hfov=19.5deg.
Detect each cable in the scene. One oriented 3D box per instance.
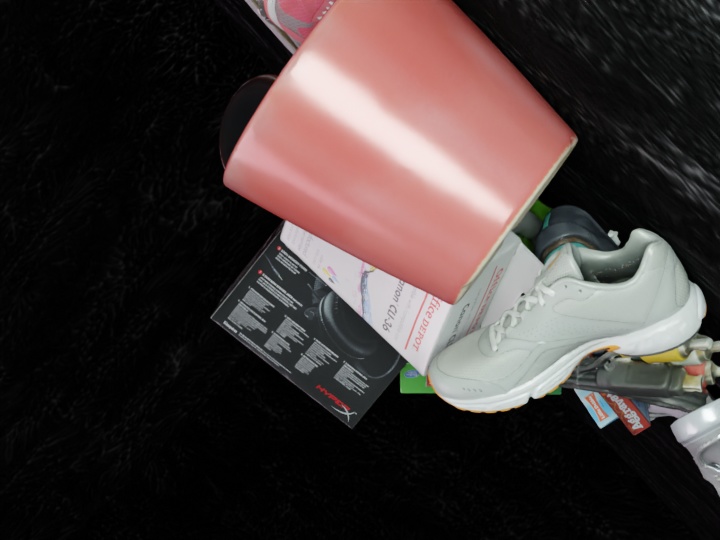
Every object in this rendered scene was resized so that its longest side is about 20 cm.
[{"bbox_3d":[0.184,0.069,1.576,0.199,0.051,0.097,5,159,28],"label":"cable"}]

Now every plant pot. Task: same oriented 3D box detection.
[{"bbox_3d":[0.036,-0.085,1.407,0.177,0.201,0.200,37,178,4],"label":"plant pot"}]

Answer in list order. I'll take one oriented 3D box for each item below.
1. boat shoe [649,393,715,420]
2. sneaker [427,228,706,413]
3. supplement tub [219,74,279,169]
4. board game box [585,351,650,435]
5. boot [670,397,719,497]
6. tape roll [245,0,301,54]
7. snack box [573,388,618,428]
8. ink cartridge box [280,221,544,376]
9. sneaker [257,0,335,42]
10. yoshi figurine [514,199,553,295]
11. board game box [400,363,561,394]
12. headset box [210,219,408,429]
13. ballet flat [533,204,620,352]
[{"bbox_3d":[0.259,0.101,1.893,0.072,0.068,0.200,49,179,-43],"label":"boat shoe"},{"bbox_3d":[0.132,0.026,1.451,0.076,0.199,0.092,-99,-16,-52],"label":"sneaker"},{"bbox_3d":[-0.025,-0.109,1.899,0.199,0.107,0.107,11,-153,-45],"label":"supplement tub"},{"bbox_3d":[0.190,0.037,1.693,0.103,0.019,0.200,50,-159,-24],"label":"board game box"},{"bbox_3d":[0.288,0.144,1.551,0.096,0.073,0.200,67,-165,15],"label":"boot"},{"bbox_3d":[-0.060,-0.255,1.935,0.203,0.071,0.202,49,179,1],"label":"tape roll"},{"bbox_3d":[0.195,0.053,1.776,0.117,0.037,0.200,56,-164,-2],"label":"snack box"},{"bbox_3d":[0.041,-0.009,1.534,0.200,0.067,0.117,42,141,19],"label":"ink cartridge box"},{"bbox_3d":[-0.029,-0.216,1.557,0.087,0.074,0.200,38,165,25],"label":"sneaker"},{"bbox_3d":[0.120,-0.031,1.825,0.112,0.112,0.200,37,-178,23],"label":"yoshi figurine"},{"bbox_3d":[0.103,0.061,1.810,0.200,0.134,0.029,-79,-12,-74],"label":"board game box"},{"bbox_3d":[0.000,0.000,1.680,0.149,0.200,0.077,37,-162,-5],"label":"headset box"},{"bbox_3d":[0.199,0.019,1.612,0.200,0.073,0.073,44,-179,-32],"label":"ballet flat"}]
